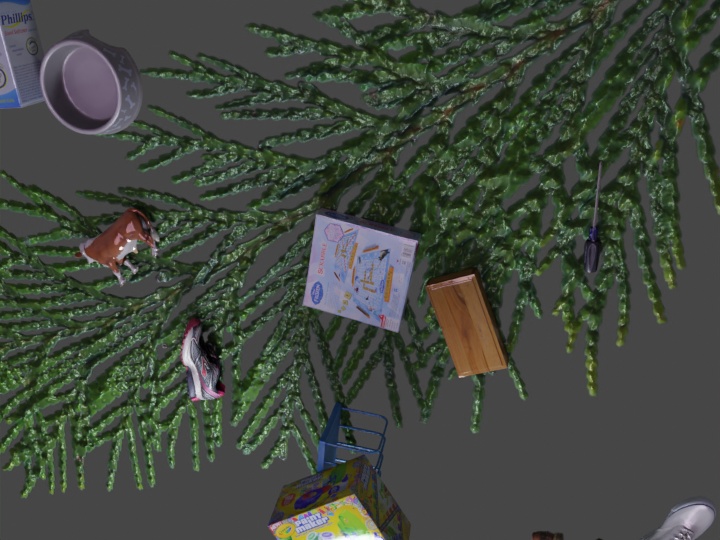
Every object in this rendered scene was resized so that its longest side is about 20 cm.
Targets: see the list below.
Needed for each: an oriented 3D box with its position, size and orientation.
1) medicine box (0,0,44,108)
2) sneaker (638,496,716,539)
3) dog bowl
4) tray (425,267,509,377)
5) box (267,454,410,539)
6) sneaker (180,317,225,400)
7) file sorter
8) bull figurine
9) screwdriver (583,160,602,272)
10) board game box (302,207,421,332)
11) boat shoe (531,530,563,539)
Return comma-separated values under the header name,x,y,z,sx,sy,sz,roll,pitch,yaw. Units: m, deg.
name,x,y,z,sx,sy,sz,roll,pitch,yaw
medicine box,-0.714,-0.417,1.431,0.181,0.103,0.201,1,114,17
sneaker,0.617,0.522,1.458,0.073,0.071,0.200,32,119,1
dog bowl,-0.518,-0.352,1.426,0.199,0.059,0.201,6,114,14
tray,0.203,0.101,1.419,0.098,0.037,0.201,-15,107,22
box,-0.038,0.499,1.471,0.200,0.122,0.193,-26,106,20
sneaker,-0.336,0.188,1.605,0.074,0.081,0.201,-2,121,2
file sorter,-0.018,0.406,1.567,0.122,0.139,0.201,9,116,9
bull figurine,-0.499,-0.046,1.553,0.200,0.065,0.121,-35,104,29
screwdriver,0.401,-0.091,1.281,0.028,0.029,0.201,5,111,15
board game box,0.000,0.000,1.432,0.199,0.041,0.201,16,117,9
boat shoe,0.385,0.636,1.586,0.067,0.072,0.201,8,109,19
